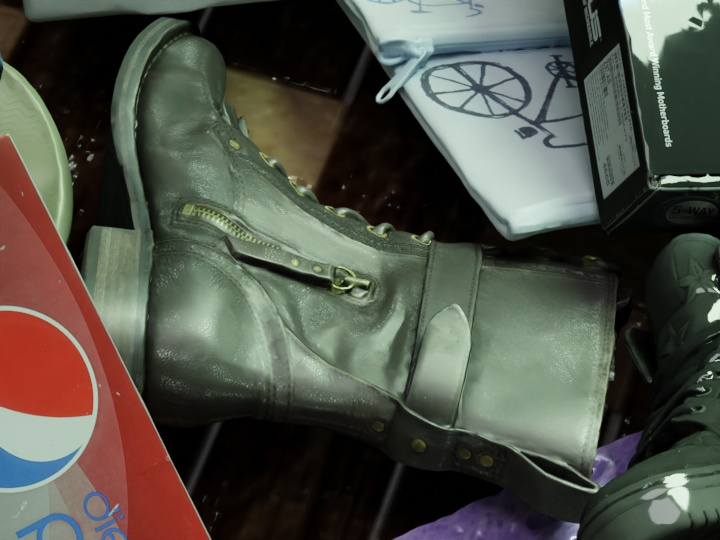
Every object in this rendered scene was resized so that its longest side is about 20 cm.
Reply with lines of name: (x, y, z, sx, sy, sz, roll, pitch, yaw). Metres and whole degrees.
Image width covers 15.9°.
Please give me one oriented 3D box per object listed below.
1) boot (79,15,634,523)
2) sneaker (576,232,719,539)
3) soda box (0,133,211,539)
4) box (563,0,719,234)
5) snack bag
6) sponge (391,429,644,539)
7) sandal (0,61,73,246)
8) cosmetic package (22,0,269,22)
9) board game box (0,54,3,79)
boot: (0.000, 0.000, 0.827, 0.174, 0.069, 0.200, 7, 42, -3)
sneaker: (0.107, 0.037, 0.768, 0.200, 0.060, 0.104, -2, 56, -52)
soda box: (-0.088, 0.068, 0.714, 0.070, 0.063, 0.200, -27, 93, -21)
box: (0.143, -0.113, 0.836, 0.160, 0.044, 0.200, -2, 72, -17)
snack bag: (0.089, -0.084, 0.892, 0.188, 0.021, 0.200, -9, 41, -20)
sponge: (0.095, 0.142, 0.748, 0.112, 0.030, 0.200, -23, 56, -20)
sandal: (-0.135, -0.002, 0.787, 0.080, 0.057, 0.201, 11, 45, -1)
cosmetic package: (-0.073, -0.173, 0.923, 0.101, 0.071, 0.200, -6, 38, -2)
board game box: (-0.223, -0.048, 0.690, 0.200, 0.062, 0.200, -36, 54, -12)
